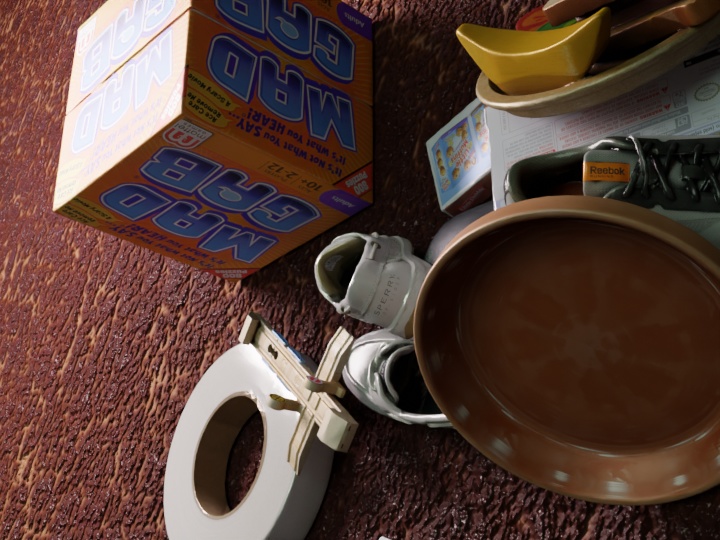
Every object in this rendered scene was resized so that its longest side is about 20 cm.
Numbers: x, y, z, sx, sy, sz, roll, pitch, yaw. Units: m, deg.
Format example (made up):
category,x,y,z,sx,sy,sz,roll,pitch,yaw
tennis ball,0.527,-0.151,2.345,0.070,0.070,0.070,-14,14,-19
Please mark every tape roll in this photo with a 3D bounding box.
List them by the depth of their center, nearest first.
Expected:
category,x,y,z,sx,sy,sz,roll,pitch,yaw
tape roll,-0.096,0.158,0.996,0.202,0.037,0.205,-30,50,42

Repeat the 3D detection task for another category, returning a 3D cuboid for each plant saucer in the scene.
category,x,y,z,sx,sy,sz,roll,pitch,yaw
plant saucer,0.127,0.045,0.652,0.200,0.201,0.032,-32,16,38

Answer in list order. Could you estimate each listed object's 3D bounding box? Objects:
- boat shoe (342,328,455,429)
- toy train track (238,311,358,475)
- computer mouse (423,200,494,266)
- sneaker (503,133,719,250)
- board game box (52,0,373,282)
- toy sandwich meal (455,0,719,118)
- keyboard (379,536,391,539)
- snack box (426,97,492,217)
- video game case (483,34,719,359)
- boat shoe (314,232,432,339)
category,x,y,z,sx,sy,sz,roll,pitch,yaw
boat shoe,0.038,0.077,0.839,0.199,0.065,0.073,19,88,55
toy train track,-0.060,0.080,0.923,0.200,0.032,0.116,41,112,57
computer mouse,0.105,-0.016,0.815,0.199,0.052,0.140,-22,56,45
sneaker,0.166,-0.038,0.628,0.198,0.079,0.075,-7,61,34
board game box,-0.126,-0.141,1.054,0.199,0.199,0.202,-28,52,41
toy sandwich meal,0.150,-0.167,0.725,0.204,0.071,0.206,-27,22,12
keyboard,0.002,0.288,0.821,0.056,0.011,0.202,5,75,53
snack box,0.127,-0.122,0.867,0.200,0.024,0.072,-39,45,33
video game case,0.175,-0.048,0.710,0.198,0.045,0.183,-19,56,29
boat shoe,0.000,0.000,0.883,0.200,0.069,0.071,-161,92,-78
